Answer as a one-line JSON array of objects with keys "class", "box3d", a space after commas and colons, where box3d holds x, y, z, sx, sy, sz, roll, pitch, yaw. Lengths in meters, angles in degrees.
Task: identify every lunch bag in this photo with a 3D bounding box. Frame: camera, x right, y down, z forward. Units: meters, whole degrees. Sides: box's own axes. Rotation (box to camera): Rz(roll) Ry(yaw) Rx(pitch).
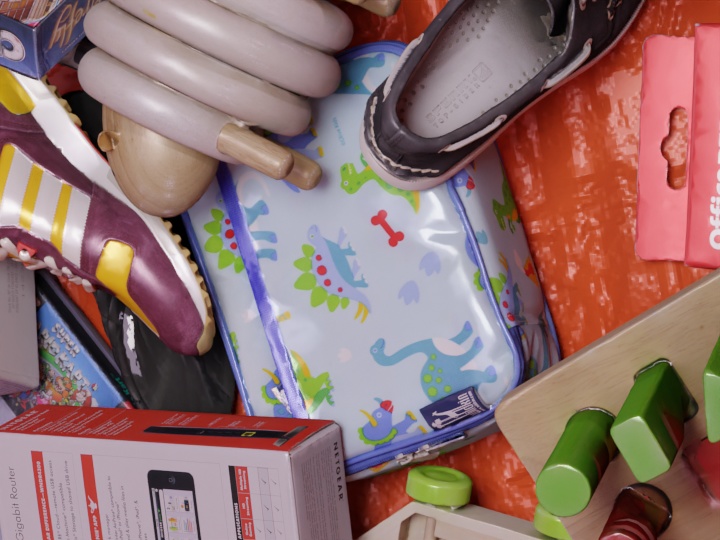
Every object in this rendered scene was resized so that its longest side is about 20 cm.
[{"class": "lunch bag", "box3d": [0.000, 0.000, 1.472, 0.160, 0.082, 0.201, -20, 81, 24]}]

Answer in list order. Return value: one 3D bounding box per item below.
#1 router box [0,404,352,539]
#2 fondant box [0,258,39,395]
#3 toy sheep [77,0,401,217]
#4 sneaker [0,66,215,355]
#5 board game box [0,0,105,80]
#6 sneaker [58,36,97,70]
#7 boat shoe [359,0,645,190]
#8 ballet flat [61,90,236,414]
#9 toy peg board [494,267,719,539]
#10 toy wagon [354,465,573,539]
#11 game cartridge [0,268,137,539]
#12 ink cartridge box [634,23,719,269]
[{"class": "router box", "box3d": [-0.087, 0.170, 1.474, 0.179, 0.049, 0.201, 3, 107, 30]}, {"class": "fondant box", "box3d": [-0.266, 0.003, 1.569, 0.199, 0.058, 0.145, -12, 75, 29]}, {"class": "toy sheep", "box3d": [-0.061, -0.119, 1.403, 0.137, 0.138, 0.201, 27, 92, 20]}, {"class": "sneaker", "box3d": [-0.156, -0.021, 1.473, 0.090, 0.075, 0.200, -38, 77, -13]}, {"class": "board game box", "box3d": [-0.159, -0.184, 1.485, 0.135, 0.200, 0.035, 24, 138, 21]}, {"class": "sneaker", "box3d": [-0.154, -0.134, 1.534, 0.200, 0.080, 0.078, 30, 88, 25]}, {"class": "boat shoe", "box3d": [0.078, -0.120, 1.408, 0.200, 0.060, 0.074, -41, 85, -15]}, {"class": "ballet flat", "box3d": [-0.114, 0.000, 1.541, 0.057, 0.066, 0.201, -36, 72, 63]}, {"class": "toy peg board", "box3d": [0.185, 0.107, 1.335, 0.200, 0.098, 0.200, -31, 95, 20]}, {"class": "toy wagon", "box3d": [0.039, 0.175, 1.468, 0.199, 0.040, 0.156, 14, 104, 22]}, {"class": "game cartridge", "box3d": [-0.173, 0.088, 1.568, 0.130, 0.038, 0.200, -45, 74, 20]}, {"class": "ink cartridge box", "box3d": [0.217, -0.055, 1.388, 0.199, 0.067, 0.117, 2, 91, 21]}]
